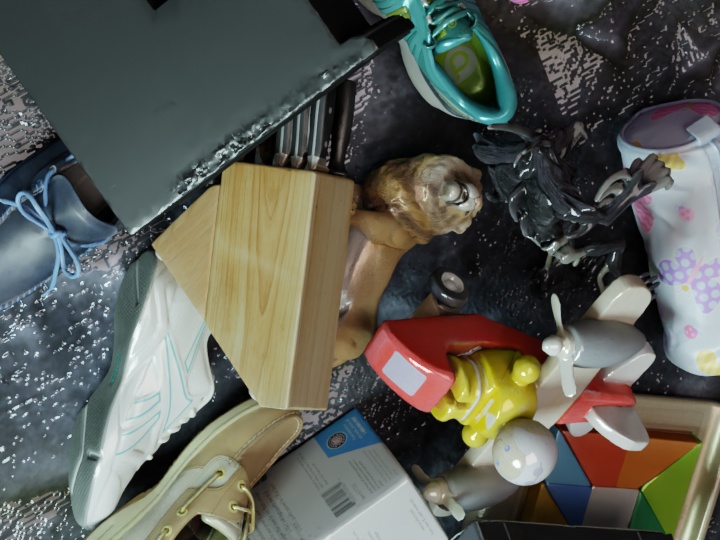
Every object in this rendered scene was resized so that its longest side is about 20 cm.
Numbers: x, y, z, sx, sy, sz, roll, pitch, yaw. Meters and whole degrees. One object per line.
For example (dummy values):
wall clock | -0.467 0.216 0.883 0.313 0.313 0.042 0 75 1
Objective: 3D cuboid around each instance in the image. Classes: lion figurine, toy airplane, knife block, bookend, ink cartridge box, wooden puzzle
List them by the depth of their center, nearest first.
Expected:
bookend | -0.110 -0.163 1.331 0.198 0.092 0.200 -36 93 21
knife block | -0.039 -0.033 1.432 0.175 0.200 0.064 -41 161 18
lion figurine | 0.000 0.000 1.520 0.122 0.072 0.201 18 108 -47
toy airplane | 0.118 0.094 1.526 0.198 0.142 0.201 -13 133 8
ink cartridge box | -0.052 0.199 1.555 0.199 0.116 0.068 -34 119 -4
wooden puzzle | 0.180 0.181 1.675 0.199 0.037 0.186 8 108 -22

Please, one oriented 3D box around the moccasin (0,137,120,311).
moccasin | -0.188 -0.051 1.437 0.080 0.068 0.200 40 93 -27

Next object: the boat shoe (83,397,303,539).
boat shoe | -0.107 0.166 1.527 0.200 0.066 0.074 -43 151 -14

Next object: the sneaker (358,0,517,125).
sneaker | 0.048 -0.179 1.465 0.077 0.080 0.200 -38 117 -2

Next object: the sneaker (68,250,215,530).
sneaker | -0.143 0.090 1.508 0.080 0.070 0.201 15 104 -27

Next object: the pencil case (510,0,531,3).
pencil case | 0.181 -0.245 1.484 0.199 0.091 0.094 -19 154 -14

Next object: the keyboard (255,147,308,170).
keyboard | -0.042 -0.024 1.532 0.056 0.011 0.201 -22 115 -11

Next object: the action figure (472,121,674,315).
action figure | 0.146 -0.051 1.518 0.102 0.119 0.200 -47 144 -17

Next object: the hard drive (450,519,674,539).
hard drive | 0.121 0.234 1.598 0.199 0.038 0.140 7 139 -38

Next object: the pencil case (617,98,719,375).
pencil case | 0.243 -0.023 1.590 0.083 0.091 0.201 -22 115 -11
